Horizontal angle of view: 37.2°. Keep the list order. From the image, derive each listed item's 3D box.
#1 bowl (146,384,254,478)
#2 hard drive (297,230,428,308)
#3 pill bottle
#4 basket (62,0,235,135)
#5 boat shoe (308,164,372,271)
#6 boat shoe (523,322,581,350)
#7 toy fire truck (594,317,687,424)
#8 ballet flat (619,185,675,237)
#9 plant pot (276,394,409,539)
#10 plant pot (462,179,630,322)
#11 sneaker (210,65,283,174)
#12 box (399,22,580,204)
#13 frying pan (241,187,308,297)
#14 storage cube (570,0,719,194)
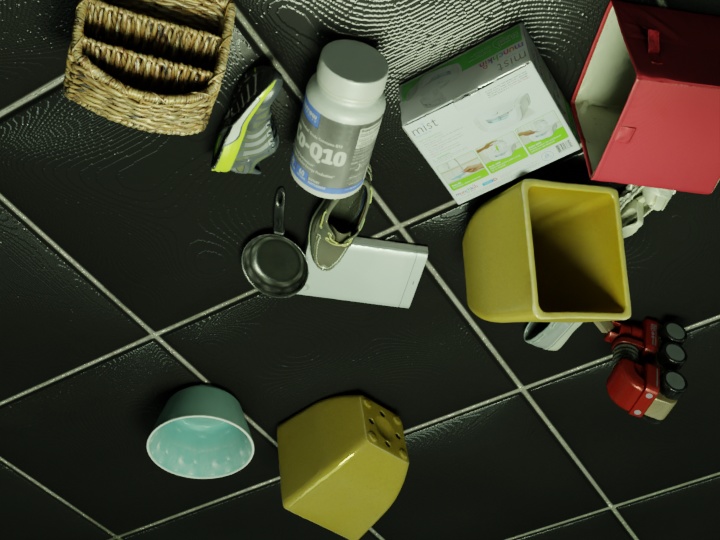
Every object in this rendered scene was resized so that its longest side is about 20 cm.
[{"bbox_3d":[-0.294,0.289,1.993,0.197,0.106,0.203,-1,137,-1],"label":"bowl"},{"bbox_3d":[0.000,0.000,1.761,0.196,0.027,0.133,8,135,-10],"label":"hard drive"},{"bbox_3d":[-0.028,-0.208,1.478,0.112,0.115,0.202,7,136,-10],"label":"pill bottle"},{"bbox_3d":[-0.272,-0.278,1.372,0.197,0.144,0.150,14,135,-18],"label":"basket"},{"bbox_3d":[-0.032,-0.075,1.638,0.071,0.061,0.204,12,126,-16],"label":"boat shoe"},{"bbox_3d":[0.335,0.066,1.814,0.070,0.071,0.202,7,138,-15],"label":"boat shoe"},{"bbox_3d":[0.456,0.139,1.834,0.197,0.177,0.130,19,135,-1],"label":"toy fire truck"},{"bbox_3d":[0.434,-0.102,1.647,0.071,0.072,0.200,23,130,-25],"label":"ballet flat"},{"bbox_3d":[-0.019,0.351,2.017,0.193,0.197,0.200,32,120,-31],"label":"plant pot"},{"bbox_3d":[0.260,-0.012,1.611,0.193,0.198,0.199,2,169,-33],"label":"plant pot"},{"bbox_3d":[-0.147,-0.209,1.513,0.080,0.075,0.200,11,143,-23],"label":"sneaker"},{"bbox_3d":[0.179,-0.213,1.495,0.198,0.098,0.177,-24,132,22],"label":"box"},{"bbox_3d":[-0.145,-0.043,1.705,0.113,0.031,0.193,-7,116,18],"label":"frying pan"},{"bbox_3d":[0.404,-0.231,1.432,0.177,0.173,0.202,6,136,-10],"label":"storage cube"}]
